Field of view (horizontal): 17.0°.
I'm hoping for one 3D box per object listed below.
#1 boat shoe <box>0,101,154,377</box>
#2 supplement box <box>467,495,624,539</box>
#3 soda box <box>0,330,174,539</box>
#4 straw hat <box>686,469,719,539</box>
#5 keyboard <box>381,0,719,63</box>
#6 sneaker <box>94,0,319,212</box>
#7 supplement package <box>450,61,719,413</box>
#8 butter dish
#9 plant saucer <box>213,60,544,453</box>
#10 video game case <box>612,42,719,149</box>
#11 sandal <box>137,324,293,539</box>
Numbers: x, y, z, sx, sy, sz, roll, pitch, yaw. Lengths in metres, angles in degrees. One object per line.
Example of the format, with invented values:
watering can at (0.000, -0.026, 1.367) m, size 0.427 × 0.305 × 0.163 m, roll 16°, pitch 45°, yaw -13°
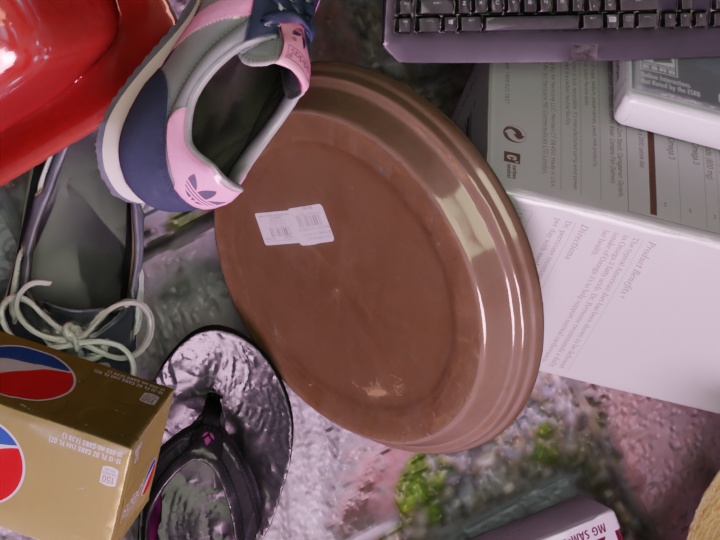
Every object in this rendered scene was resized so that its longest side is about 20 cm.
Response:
boat shoe at (-0.136, 0.016, 1.166) m, size 0.075 × 0.062 × 0.201 m, roll 10°, pitch 90°, yaw -9°
supplement box at (0.104, 0.228, 1.219) m, size 0.109 × 0.061 × 0.200 m, roll -21°, pitch 97°, yaw -10°
soda box at (-0.194, 0.064, 1.121) m, size 0.200 × 0.068 × 0.064 m, roll 18°, pitch 115°, yaw 7°
straw hat at (0.185, 0.173, 1.175) m, size 0.201 × 0.085 × 0.202 m, roll 10°, pitch 76°, yaw -44°
keyboard at (0.104, -0.157, 1.089) m, size 0.200 × 0.021 × 0.127 m, roll -4°, pitch 102°, yaw -22°
sneaker at (-0.039, -0.112, 1.087) m, size 0.070 × 0.082 × 0.200 m, roll 35°, pitch 76°, yaw -40°
supplement package at (0.138, -0.020, 1.164) m, size 0.200 × 0.117 × 0.117 m, roll 14°, pitch 46°, yaw -11°
butter dish at (-0.216, -0.123, 1.082) m, size 0.200 × 0.148 × 0.200 m, roll -28°, pitch 95°, yaw 19°
plant saucer at (0.000, 0.000, 1.129) m, size 0.029 × 0.200 × 0.200 m, roll -31°, pitch 98°, yaw -39°
video game case at (0.219, -0.119, 1.184) m, size 0.200 × 0.023 × 0.182 m, roll 13°, pitch 47°, yaw -10°
sandal at (-0.079, 0.128, 1.174) m, size 0.075 × 0.048 × 0.201 m, roll 12°, pitch 99°, yaw -4°
